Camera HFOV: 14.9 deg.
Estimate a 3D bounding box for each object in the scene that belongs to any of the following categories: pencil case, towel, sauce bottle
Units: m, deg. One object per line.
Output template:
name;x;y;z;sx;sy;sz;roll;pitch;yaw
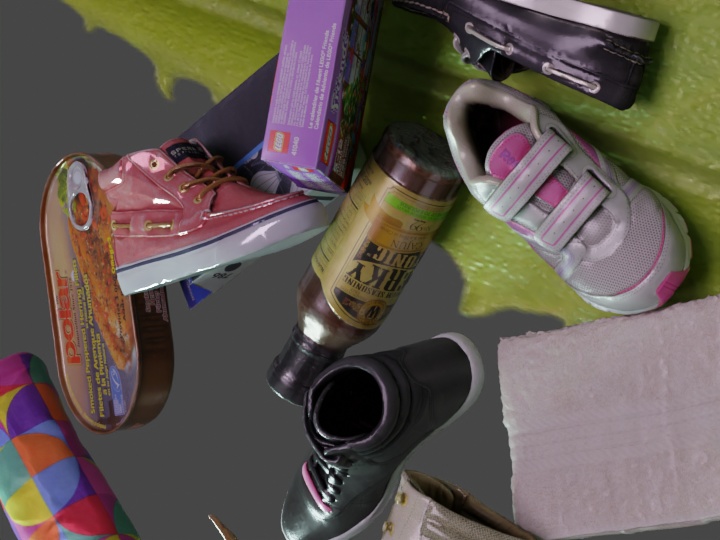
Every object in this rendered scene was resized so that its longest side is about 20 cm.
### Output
pencil case;-0.223;0.157;1.979;0.088;0.088;0.201;-48;59;32
towel;0.166;0.090;1.652;0.199;0.034;0.134;-12;80;43
sauce bottle;0.000;0.000;1.787;0.065;0.064;0.201;46;121;33

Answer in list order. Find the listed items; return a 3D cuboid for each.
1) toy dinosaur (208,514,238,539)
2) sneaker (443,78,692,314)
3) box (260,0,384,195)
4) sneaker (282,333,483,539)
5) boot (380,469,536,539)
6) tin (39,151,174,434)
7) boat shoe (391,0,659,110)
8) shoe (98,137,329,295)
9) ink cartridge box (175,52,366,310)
toy dinosaur;-0.013;0.234;1.806;0.199;0.060;0.107;10;87;28
sneaker;0.114;-0.046;1.651;0.200;0.088;0.082;41;99;35
box;-0.016;-0.155;1.735;0.039;0.137;0.202;9;87;10
sneaker;-0.014;0.112;1.763;0.200;0.099;0.071;-48;61;33
boot;0.004;0.195;1.716;0.199;0.072;0.156;22;102;22
tin;-0.181;0.015;1.957;0.112;0.042;0.202;-12;84;49
boat shoe;0.094;-0.146;1.698;0.199;0.074;0.061;17;96;33
shoe;-0.103;-0.046;1.816;0.199;0.071;0.092;-16;89;49
ink cartridge box;-0.084;-0.061;1.881;0.200;0.039;0.100;-38;65;36
